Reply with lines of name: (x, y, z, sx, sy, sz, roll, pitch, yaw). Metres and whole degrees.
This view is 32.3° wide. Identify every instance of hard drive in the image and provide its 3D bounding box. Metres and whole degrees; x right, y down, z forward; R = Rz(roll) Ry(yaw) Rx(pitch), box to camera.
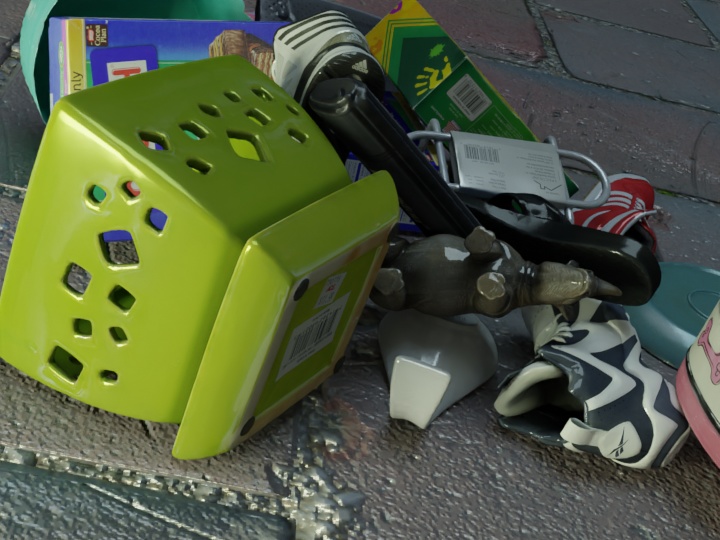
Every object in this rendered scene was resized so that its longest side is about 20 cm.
hard drive: (-0.025, -0.219, 1.331, 0.198, 0.042, 0.137, 11, 65, -27)

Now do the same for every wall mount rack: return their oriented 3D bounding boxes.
wall mount rack: (0.118, -0.045, 1.067, 0.197, 0.075, 0.175, 7, 53, -15)

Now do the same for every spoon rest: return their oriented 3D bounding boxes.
spoon rest: (0.051, 0.068, 0.925, 0.098, 0.061, 0.200, 20, 15, 7)

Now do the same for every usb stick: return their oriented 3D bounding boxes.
usb stick: (0.033, -0.069, 0.908, 0.055, 0.033, 0.200, 12, -26, 46)

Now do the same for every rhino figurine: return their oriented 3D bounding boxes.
rhino figurine: (0.090, 0.004, 0.902, 0.197, 0.061, 0.088, 5, -13, 8)

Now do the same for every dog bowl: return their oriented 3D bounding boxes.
dog bowl: (0.312, 0.109, 0.896, 0.199, 0.074, 0.201, 32, 27, -19)

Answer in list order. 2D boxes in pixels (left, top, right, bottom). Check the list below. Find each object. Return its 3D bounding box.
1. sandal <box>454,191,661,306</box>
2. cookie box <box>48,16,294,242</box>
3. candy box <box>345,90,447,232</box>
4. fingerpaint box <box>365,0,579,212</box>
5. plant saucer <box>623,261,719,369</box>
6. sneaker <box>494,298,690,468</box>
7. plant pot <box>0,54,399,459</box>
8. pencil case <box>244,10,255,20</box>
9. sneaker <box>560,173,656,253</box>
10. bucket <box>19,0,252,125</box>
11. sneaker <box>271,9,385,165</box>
sandal: (0.144, -0.023, 0.968, 0.199, 0.076, 0.048, 19, 53, 30)
cookie box: (-0.143, -0.115, 0.998, 0.198, 0.174, 0.075, -4, 10, -24)
candy box: (-0.036, -0.116, 1.177, 0.197, 0.078, 0.170, 6, 29, -20)
fingerpaint box: (0.105, -0.153, 1.222, 0.200, 0.073, 0.167, 42, 12, -35)
plant saucer: (0.324, 0.044, 1.129, 0.197, 0.028, 0.201, 12, 28, -6)
sneaker: (0.144, 0.067, 0.933, 0.128, 0.080, 0.200, 8, 38, -32)
plant pot: (-0.097, -0.005, 0.827, 0.180, 0.201, 0.200, 32, 31, 17)
pencil case: (-0.107, -0.247, 1.376, 0.198, 0.088, 0.087, -9, 36, -40)
sneaker: (0.252, -0.040, 1.162, 0.112, 0.072, 0.199, 8, 25, 42)
bucket: (-0.197, -0.184, 1.080, 0.205, 0.210, 0.135, 2, 16, -25)
sneaker: (-0.049, -0.110, 0.963, 0.075, 0.201, 0.116, 18, 33, -26)
